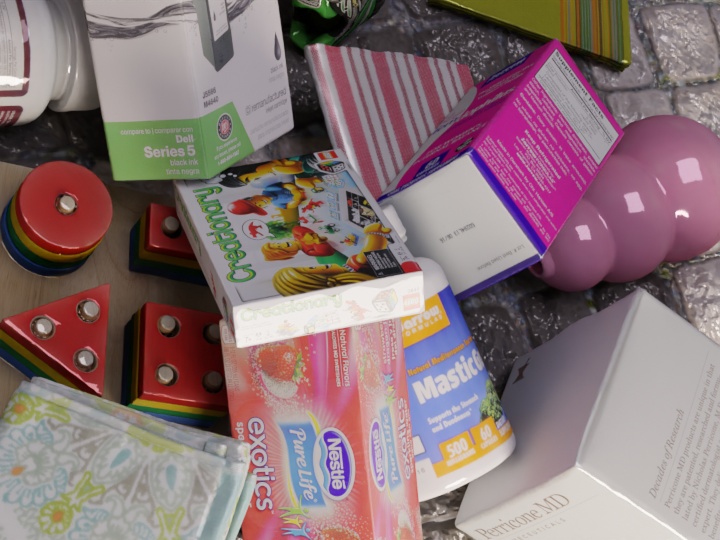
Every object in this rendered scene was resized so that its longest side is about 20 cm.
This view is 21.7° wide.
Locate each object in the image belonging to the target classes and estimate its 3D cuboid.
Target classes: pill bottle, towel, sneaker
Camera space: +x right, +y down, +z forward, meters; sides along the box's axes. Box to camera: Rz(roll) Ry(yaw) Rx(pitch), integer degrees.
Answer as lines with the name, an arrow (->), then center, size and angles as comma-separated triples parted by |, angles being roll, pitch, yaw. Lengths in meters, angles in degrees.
pill bottle -> -0.284, -0.156, 1.334 | 0.199, 0.110, 0.110 | -5, 69, -30
pill bottle -> 0.026, 0.059, 1.367 | 0.112, 0.112, 0.201 | -28, 97, -35
towel -> -0.175, 0.182, 1.214 | 0.170, 0.048, 0.201 | 18, 75, 9
towel -> 0.040, -0.103, 1.496 | 0.199, 0.030, 0.147 | 1, 66, -47
towel -> 0.151, -0.240, 1.664 | 0.199, 0.018, 0.086 | 16, 55, -19
sneaker -> -0.012, -0.244, 1.468 | 0.078, 0.200, 0.085 | 27, 56, 12

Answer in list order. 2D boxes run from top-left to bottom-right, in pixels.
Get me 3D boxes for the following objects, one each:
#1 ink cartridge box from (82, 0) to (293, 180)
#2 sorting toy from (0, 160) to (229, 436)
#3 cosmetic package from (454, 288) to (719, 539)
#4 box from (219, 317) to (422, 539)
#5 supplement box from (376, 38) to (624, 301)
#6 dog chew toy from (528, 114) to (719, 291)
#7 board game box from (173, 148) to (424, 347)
ink cartridge box -> -0.125, -0.179, 1.344 | 0.145, 0.084, 0.201 | -39, 126, -59
sorting toy -> -0.177, 0.020, 1.330 | 0.198, 0.070, 0.201 | 11, 62, -23
cosmetic package -> 0.213, 0.154, 1.404 | 0.200, 0.167, 0.167 | 34, 55, -14
box -> -0.023, 0.121, 1.280 | 0.095, 0.102, 0.201 | -20, 106, -69
supplement box -> 0.112, -0.079, 1.457 | 0.104, 0.101, 0.200 | 53, 39, -11
dog chew toy -> 0.217, -0.047, 1.545 | 0.200, 0.125, 0.125 | -29, 82, -27
board game box -> -0.046, -0.019, 1.264 | 0.126, 0.035, 0.200 | -11, 29, -13
